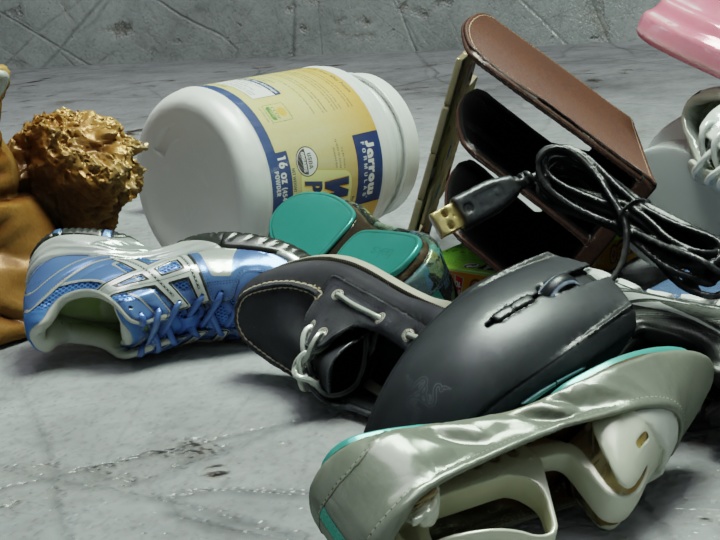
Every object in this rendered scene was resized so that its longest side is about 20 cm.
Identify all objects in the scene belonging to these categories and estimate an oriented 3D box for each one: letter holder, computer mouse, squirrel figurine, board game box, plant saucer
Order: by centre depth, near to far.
[{"bbox_3d":[0.063,0.008,0.635,0.199,0.046,0.140,-35,49,-14],"label":"computer mouse"},{"bbox_3d":[0.097,-0.081,0.870,0.142,0.101,0.200,37,18,-4],"label":"letter holder"},{"bbox_3d":[0.282,-0.140,0.889,0.199,0.051,0.201,20,18,-7],"label":"plant saucer"},{"bbox_3d":[-0.252,-0.058,0.940,0.199,0.189,0.141,-14,16,-37],"label":"squirrel figurine"},{"bbox_3d":[0.133,-0.014,0.976,0.095,0.030,0.199,9,22,36],"label":"board game box"}]

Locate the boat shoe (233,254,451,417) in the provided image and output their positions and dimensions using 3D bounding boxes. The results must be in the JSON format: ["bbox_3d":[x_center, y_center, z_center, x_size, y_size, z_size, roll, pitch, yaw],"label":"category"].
[{"bbox_3d":[-0.007,0.038,0.716,0.199,0.073,0.062,14,19,41],"label":"boat shoe"}]

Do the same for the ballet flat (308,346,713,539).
[{"bbox_3d":[0.076,0.084,0.552,0.198,0.068,0.064,-12,43,-25],"label":"ballet flat"}]

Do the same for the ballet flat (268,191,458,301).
[{"bbox_3d":[0.000,0.000,0.894,0.074,0.075,0.200,-10,19,-23],"label":"ballet flat"}]

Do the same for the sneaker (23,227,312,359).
[{"bbox_3d":[-0.115,0.024,0.848,0.198,0.076,0.077,-1,40,6],"label":"sneaker"}]

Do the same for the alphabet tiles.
[{"bbox_3d":[0.063,-0.089,1.024,0.007,0.169,0.200,17,16,6],"label":"alphabet tiles"}]

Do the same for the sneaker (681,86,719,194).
[{"bbox_3d":[0.224,-0.056,0.777,0.070,0.074,0.200,13,18,-2],"label":"sneaker"}]

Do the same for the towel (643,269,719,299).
[{"bbox_3d":[0.247,0.018,0.766,0.111,0.049,0.199,9,18,42],"label":"towel"}]

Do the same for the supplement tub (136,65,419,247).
[{"bbox_3d":[-0.061,-0.084,1.076,0.144,0.146,0.199,8,19,43],"label":"supplement tub"}]

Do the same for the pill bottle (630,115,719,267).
[{"bbox_3d":[0.264,-0.062,0.951,0.112,0.113,0.199,7,18,41],"label":"pill bottle"}]

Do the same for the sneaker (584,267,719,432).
[{"bbox_3d":[0.118,0.040,0.676,0.199,0.067,0.090,8,16,35],"label":"sneaker"}]
